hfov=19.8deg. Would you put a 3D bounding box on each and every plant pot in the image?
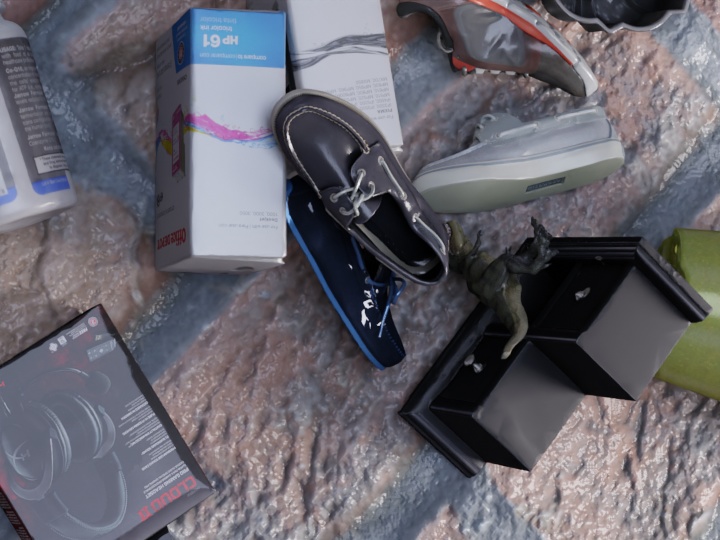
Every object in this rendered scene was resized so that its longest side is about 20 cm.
[{"bbox_3d":[0.346,0.044,1.800,0.182,0.200,0.203,12,81,-3],"label":"plant pot"}]

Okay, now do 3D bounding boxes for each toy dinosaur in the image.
[{"bbox_3d":[0.125,0.001,1.726,0.088,0.200,0.047,-43,119,9],"label":"toy dinosaur"}]

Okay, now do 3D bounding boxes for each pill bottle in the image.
[{"bbox_3d":[-0.307,-0.131,1.645,0.113,0.114,0.202,-17,90,-17],"label":"pill bottle"}]

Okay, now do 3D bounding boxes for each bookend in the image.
[{"bbox_3d":[0.158,0.076,1.716,0.092,0.198,0.201,42,76,-18],"label":"bookend"}]

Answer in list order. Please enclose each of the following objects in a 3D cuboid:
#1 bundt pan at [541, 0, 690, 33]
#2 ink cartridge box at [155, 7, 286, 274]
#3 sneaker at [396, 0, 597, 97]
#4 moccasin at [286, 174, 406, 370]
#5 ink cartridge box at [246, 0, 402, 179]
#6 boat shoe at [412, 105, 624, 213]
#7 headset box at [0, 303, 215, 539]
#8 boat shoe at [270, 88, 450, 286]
[{"bbox_3d":[0.216,-0.304,1.838,0.200,0.076,0.204,2,84,-16],"label":"bundt pan"},{"bbox_3d":[-0.115,-0.101,1.683,0.084,0.144,0.202,0,85,-17],"label":"ink cartridge box"},{"bbox_3d":[0.117,-0.202,1.815,0.199,0.077,0.082,34,103,-10],"label":"sneaker"},{"bbox_3d":[0.000,0.000,1.708,0.068,0.081,0.201,-29,127,0],"label":"moccasin"},{"bbox_3d":[-0.035,-0.184,1.714,0.082,0.147,0.202,-8,86,-15],"label":"ink cartridge box"},{"bbox_3d":[0.132,-0.102,1.806,0.199,0.070,0.072,-12,69,-16],"label":"boat shoe"},{"bbox_3d":[-0.224,0.152,1.662,0.148,0.077,0.201,-32,93,-17],"label":"headset box"},{"bbox_3d":[0.006,-0.063,1.622,0.072,0.063,0.200,-39,119,8],"label":"boat shoe"}]
